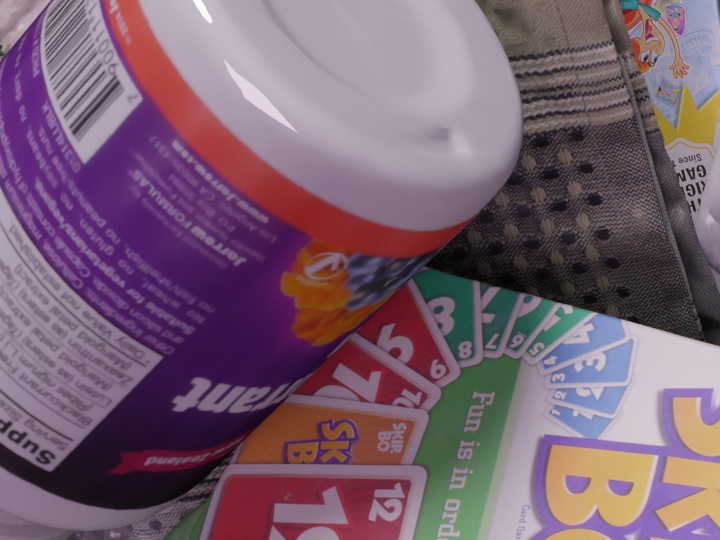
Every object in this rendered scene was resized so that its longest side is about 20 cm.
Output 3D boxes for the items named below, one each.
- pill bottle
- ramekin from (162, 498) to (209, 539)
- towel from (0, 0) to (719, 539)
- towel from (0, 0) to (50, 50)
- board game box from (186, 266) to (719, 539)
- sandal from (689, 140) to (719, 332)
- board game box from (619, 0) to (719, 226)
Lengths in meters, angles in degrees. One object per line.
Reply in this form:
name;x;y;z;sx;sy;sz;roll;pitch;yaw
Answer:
pill bottle;-0.060;-0.004;0.657;0.111;0.111;0.200;45;123;-1
ramekin;0.027;0.127;0.747;0.199;0.200;0.098;-13;60;20
towel;0.000;0.000;0.736;0.199;0.035;0.193;-8;122;18
towel;-0.118;-0.055;0.743;0.132;0.035;0.200;36;109;-26
board game box;0.057;0.059;0.637;0.200;0.030;0.096;16;68;33
sandal;0.142;-0.077;0.717;0.079;0.059;0.207;20;114;-7
board game box;0.013;-0.070;0.774;0.199;0.034;0.135;-6;105;18
